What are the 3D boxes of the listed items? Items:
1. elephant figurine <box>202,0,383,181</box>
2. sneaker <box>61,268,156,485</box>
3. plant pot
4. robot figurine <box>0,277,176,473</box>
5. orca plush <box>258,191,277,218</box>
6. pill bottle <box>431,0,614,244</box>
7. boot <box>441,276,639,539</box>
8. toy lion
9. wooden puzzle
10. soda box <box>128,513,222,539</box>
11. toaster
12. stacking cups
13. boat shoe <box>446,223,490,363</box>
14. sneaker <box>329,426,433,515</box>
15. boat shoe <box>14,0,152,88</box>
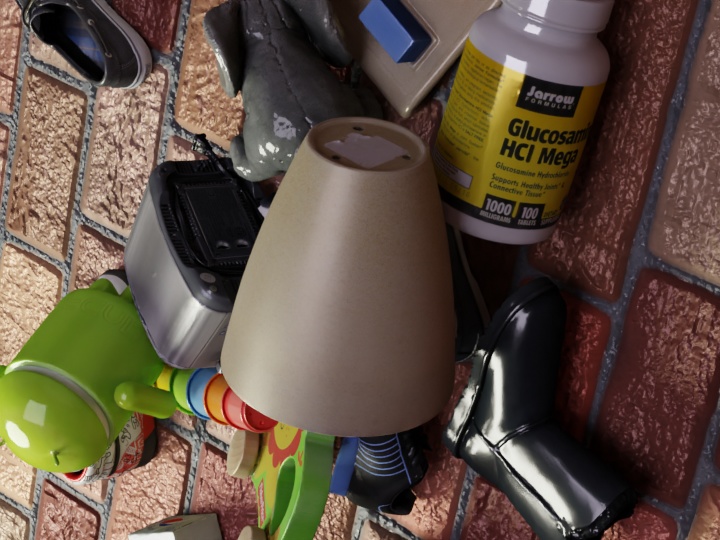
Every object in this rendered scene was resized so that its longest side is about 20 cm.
[{"bbox_3d":[-0.075,-0.184,1.581,0.155,0.141,0.201,-13,98,47],"label":"elephant figurine"},{"bbox_3d":[-0.254,0.106,1.822,0.067,0.108,0.202,7,106,37],"label":"sneaker"},{"bbox_3d":[-0.005,-0.007,1.449,0.187,0.187,0.201,28,126,30],"label":"plant pot"},{"bbox_3d":[-0.254,0.098,1.713,0.175,0.200,0.116,5,134,31],"label":"robot figurine"},{"bbox_3d":[0.000,0.000,1.621,0.071,0.105,0.200,-39,71,6],"label":"orca plush"},{"bbox_3d":[0.125,-0.131,1.458,0.112,0.112,0.201,31,119,28],"label":"pill bottle"},{"bbox_3d":[0.161,0.126,1.517,0.168,0.076,0.201,42,131,27],"label":"boot"},{"bbox_3d":[-0.054,0.148,1.647,0.200,0.068,0.192,-97,27,-50],"label":"toy lion"},{"bbox_3d":[0.027,-0.252,1.548,0.185,0.046,0.200,51,127,16],"label":"wooden puzzle"},{"bbox_3d":[-0.160,0.340,1.836,0.068,0.063,0.201,-10,95,41],"label":"soda box"},{"bbox_3d":[-0.141,-0.008,1.684,0.200,0.113,0.129,64,143,29],"label":"toaster"},{"bbox_3d":[-0.124,0.107,1.703,0.200,0.060,0.061,6,106,62],"label":"stacking cups"},{"bbox_3d":[0.044,-0.014,1.585,0.073,0.062,0.201,-30,83,39],"label":"boat shoe"},{"bbox_3d":[0.027,0.137,1.611,0.078,0.070,0.200,19,141,6],"label":"sneaker"},{"bbox_3d":[-0.282,-0.236,1.784,0.200,0.066,0.070,46,125,20],"label":"boat shoe"}]
